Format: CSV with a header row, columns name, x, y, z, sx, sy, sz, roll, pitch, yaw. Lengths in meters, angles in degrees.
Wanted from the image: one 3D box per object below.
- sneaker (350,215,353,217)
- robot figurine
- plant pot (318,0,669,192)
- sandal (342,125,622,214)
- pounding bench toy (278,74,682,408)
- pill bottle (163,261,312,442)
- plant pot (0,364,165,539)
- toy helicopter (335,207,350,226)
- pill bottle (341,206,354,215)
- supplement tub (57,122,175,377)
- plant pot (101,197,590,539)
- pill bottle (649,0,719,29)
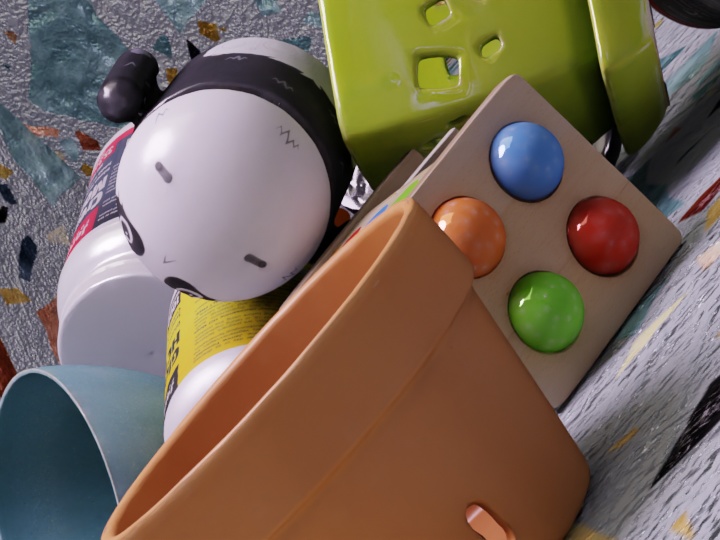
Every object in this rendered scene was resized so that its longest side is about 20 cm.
name,x,y,z,sx,sy,sz,roll,pitch,yaw
sneaker,0.065,-0.018,1.600,0.199,0.080,0.075,-25,-23,14
robot figurine,-0.068,-0.058,1.353,0.200,0.149,0.126,-69,-21,-69
plant pot,0.078,-0.156,1.402,0.180,0.201,0.200,-11,-15,8
sandal,0.071,-0.067,1.544,0.199,0.077,0.043,-8,-21,21
pounding bench toy,0.043,0.026,1.223,0.200,0.124,0.156,-51,8,-26
pill bottle,-0.056,0.072,1.366,0.112,0.112,0.200,-45,21,17
plant pot,-0.126,0.149,1.479,0.134,0.202,0.200,-10,-15,-30
toy helicopter,0.000,0.000,1.534,0.201,0.079,0.132,-56,36,13
pill bottle,0.030,-0.049,1.807,0.200,0.116,0.117,-40,10,47
supplement tub,-0.124,-0.003,1.593,0.140,0.140,0.201,-44,21,28
plant pot,0.004,0.089,1.037,0.200,0.140,0.200,-46,7,7
pill bottle,0.231,-0.209,1.426,0.114,0.114,0.200,-48,6,-6
